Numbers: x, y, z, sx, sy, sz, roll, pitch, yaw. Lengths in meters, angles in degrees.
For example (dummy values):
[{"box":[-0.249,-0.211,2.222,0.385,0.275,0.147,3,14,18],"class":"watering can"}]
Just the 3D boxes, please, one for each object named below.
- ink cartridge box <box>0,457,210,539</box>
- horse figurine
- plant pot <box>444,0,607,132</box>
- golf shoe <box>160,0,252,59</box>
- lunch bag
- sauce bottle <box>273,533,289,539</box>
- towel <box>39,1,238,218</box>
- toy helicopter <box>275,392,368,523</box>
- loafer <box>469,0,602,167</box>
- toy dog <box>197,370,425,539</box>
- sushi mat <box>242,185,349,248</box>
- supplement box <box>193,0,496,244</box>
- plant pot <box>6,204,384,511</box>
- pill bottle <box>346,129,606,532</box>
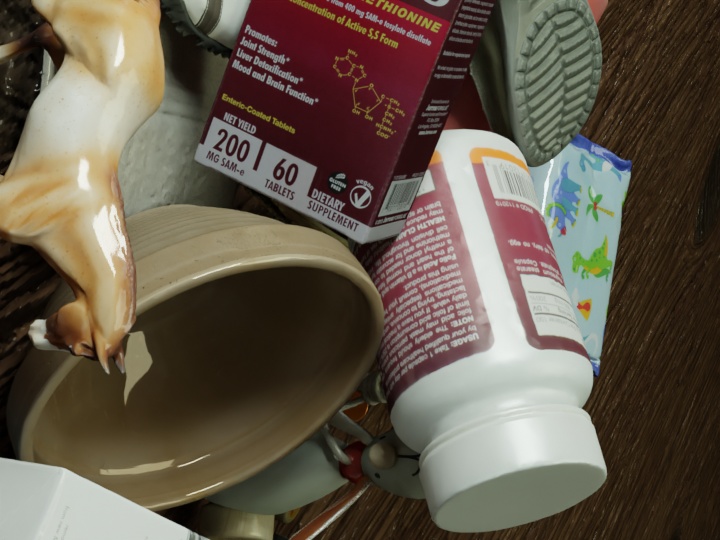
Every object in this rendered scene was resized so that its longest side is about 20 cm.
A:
[{"box":[-0.123,0.154,0.701,0.200,0.115,0.067,39,62,-45],"class":"ink cartridge box"},{"box":[-0.133,-0.065,0.621,0.050,0.132,0.201,52,52,-61],"class":"horse figurine"},{"box":[0.035,-0.131,0.936,0.178,0.200,0.200,-67,157,1],"class":"plant pot"},{"box":[-0.072,-0.186,0.712,0.200,0.094,0.078,57,22,-48],"class":"golf shoe"},{"box":[0.083,-0.017,1.077,0.127,0.200,0.171,24,74,-40],"class":"lunch bag"},{"box":[-0.094,0.266,0.957,0.065,0.064,0.200,78,30,-43],"class":"sauce bottle"},{"box":[-0.114,-0.088,0.784,0.200,0.034,0.133,1,101,-68],"class":"towel"},{"box":[-0.031,0.086,1.036,0.132,0.079,0.201,-37,144,-70],"class":"toy helicopter"},{"box":[0.083,-0.152,0.821,0.075,0.070,0.201,-34,128,-25],"class":"loafer"},{"box":[-0.048,0.112,0.874,0.096,0.200,0.132,14,51,-45],"class":"toy dog"},{"box":[0.000,0.000,0.923,0.012,0.096,0.200,-46,149,7],"class":"sushi mat"},{"box":[0.003,-0.127,0.737,0.061,0.109,0.201,-16,129,-68],"class":"supplement box"},{"box":[-0.096,0.032,0.754,0.200,0.093,0.201,-23,147,-16],"class":"plant pot"},{"box":[0.062,0.034,0.797,0.114,0.114,0.201,53,21,-60],"class":"pill bottle"}]
